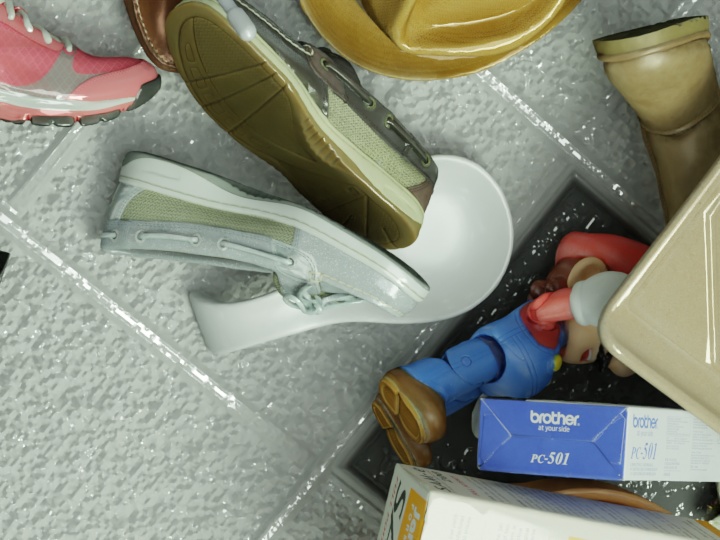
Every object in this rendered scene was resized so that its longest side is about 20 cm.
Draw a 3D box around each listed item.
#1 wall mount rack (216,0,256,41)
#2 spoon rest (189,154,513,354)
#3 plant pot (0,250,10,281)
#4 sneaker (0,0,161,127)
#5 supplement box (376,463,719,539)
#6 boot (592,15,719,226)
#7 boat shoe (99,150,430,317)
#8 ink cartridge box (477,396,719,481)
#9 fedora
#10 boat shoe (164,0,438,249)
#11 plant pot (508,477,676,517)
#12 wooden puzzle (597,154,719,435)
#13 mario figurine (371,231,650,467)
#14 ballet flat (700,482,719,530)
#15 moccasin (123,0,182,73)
[{"bbox_3d":[-0.059,-0.228,1.530,0.199,0.075,0.174,-31,97,-10],"label":"wall mount rack"},{"bbox_3d":[0.000,0.000,1.674,0.199,0.061,0.100,-23,105,-9],"label":"spoon rest"},{"bbox_3d":[-0.312,0.064,1.540,0.177,0.200,0.200,20,95,-7],"label":"plant pot"},{"bbox_3d":[-0.208,-0.128,1.587,0.199,0.074,0.087,1,98,-15],"label":"sneaker"},{"bbox_3d":[0.105,0.192,1.584,0.199,0.074,0.127,13,97,-17],"label":"supplement box"},{"bbox_3d":[0.199,-0.046,1.649,0.066,0.175,0.201,-13,89,18],"label":"boot"},{"bbox_3d":[-0.055,-0.010,1.609,0.201,0.074,0.065,21,89,18],"label":"boat shoe"},{"bbox_3d":[0.155,0.100,1.645,0.200,0.094,0.045,9,85,-60],"label":"ink cartridge box"},{"bbox_3d":[0.062,-0.180,1.616,0.199,0.082,0.202,-6,124,-9],"label":"fedora"},{"bbox_3d":[-0.032,-0.096,1.612,0.200,0.073,0.065,47,51,-26],"label":"boat shoe"},{"bbox_3d":[0.107,0.212,1.700,0.199,0.140,0.201,-3,101,-15],"label":"plant pot"},{"bbox_3d":[0.253,0.004,1.619,0.185,0.037,0.200,35,91,-23],"label":"wooden puzzle"},{"bbox_3d":[0.112,0.056,1.681,0.199,0.123,0.106,-31,111,-14],"label":"mario figurine"},{"bbox_3d":[0.254,0.082,1.754,0.064,0.076,0.201,9,95,-1],"label":"ballet flat"},{"bbox_3d":[-0.097,-0.213,1.598,0.073,0.078,0.203,6,99,-16],"label":"moccasin"}]
